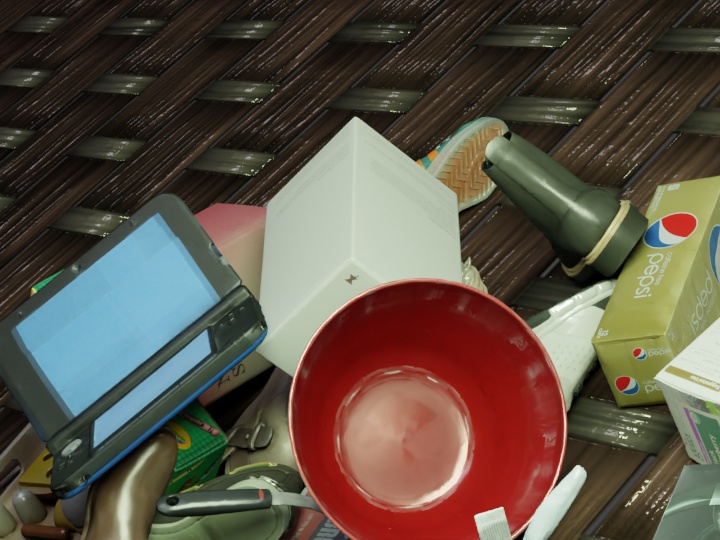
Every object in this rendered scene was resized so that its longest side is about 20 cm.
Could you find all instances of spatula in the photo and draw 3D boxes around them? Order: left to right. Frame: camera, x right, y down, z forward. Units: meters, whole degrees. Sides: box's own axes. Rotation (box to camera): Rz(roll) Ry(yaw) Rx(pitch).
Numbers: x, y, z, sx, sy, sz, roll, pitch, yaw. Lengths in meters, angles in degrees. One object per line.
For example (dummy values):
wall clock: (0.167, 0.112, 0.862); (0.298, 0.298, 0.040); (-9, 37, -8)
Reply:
spatula: (-0.052, 0.171, 1.481); (0.198, 0.021, 0.057); (3, 40, -15)

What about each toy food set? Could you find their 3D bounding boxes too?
toy food set: (-0.253, 0.181, 1.739); (0.199, 0.061, 0.144); (-1, 39, 40)

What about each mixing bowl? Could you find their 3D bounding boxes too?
mixing bowl: (0.041, 0.114, 1.445); (0.199, 0.201, 0.108); (-35, -5, -14)

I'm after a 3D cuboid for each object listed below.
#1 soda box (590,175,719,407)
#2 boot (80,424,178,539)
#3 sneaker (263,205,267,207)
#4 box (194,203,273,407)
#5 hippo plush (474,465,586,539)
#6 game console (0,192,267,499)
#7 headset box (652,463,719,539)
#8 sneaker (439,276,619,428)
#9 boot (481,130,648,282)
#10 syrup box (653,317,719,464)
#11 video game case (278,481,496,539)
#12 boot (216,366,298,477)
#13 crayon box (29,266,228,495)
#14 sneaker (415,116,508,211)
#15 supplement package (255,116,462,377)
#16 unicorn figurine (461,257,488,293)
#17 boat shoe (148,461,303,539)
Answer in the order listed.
soda box: (0.243, 0.014, 1.559); (0.063, 0.068, 0.201); (-8, 34, 31)
boot: (-0.134, 0.230, 1.461); (0.199, 0.064, 0.188); (28, 88, 42)
sneaker: (-0.059, -0.052, 1.938); (0.200, 0.079, 0.077); (-40, 21, -23)
box: (-0.151, 0.039, 1.764); (0.199, 0.129, 0.108); (-31, 24, -35)
hippo plush: (0.054, 0.238, 1.249); (0.158, 0.202, 0.160); (-20, 11, -36)
game console: (-0.183, 0.052, 1.519); (0.200, 0.119, 0.171); (-39, 11, 1)
headset box: (0.258, 0.203, 1.203); (0.198, 0.093, 0.175); (-7, 35, 35)
sneaker: (0.151, 0.069, 1.566); (0.199, 0.080, 0.074); (-27, -7, -28)
boot: (0.153, -0.061, 1.627); (0.078, 0.138, 0.200); (-54, 2, -6)
syrup box: (0.309, 0.054, 1.421); (0.200, 0.079, 0.081); (-40, 30, -20)
video game case: (0.012, 0.202, 1.509); (0.199, 0.018, 0.143); (-1, 38, 41)
boot: (-0.073, 0.122, 1.676); (0.146, 0.070, 0.200); (-43, 17, -3)
crayon box: (-0.197, 0.107, 1.634); (0.058, 0.119, 0.200); (-28, 67, -32)
sneaker: (0.058, -0.076, 1.874); (0.080, 0.072, 0.200); (14, 51, 46)
supplement package: (0.000, 0.000, 1.598); (0.120, 0.121, 0.201); (-42, 25, 26)
unicorn figurine: (0.064, 0.065, 1.648); (0.137, 0.074, 0.200); (-31, 44, -6)
boat shoe: (-0.129, 0.208, 1.568); (0.200, 0.072, 0.061); (-26, 9, 28)
